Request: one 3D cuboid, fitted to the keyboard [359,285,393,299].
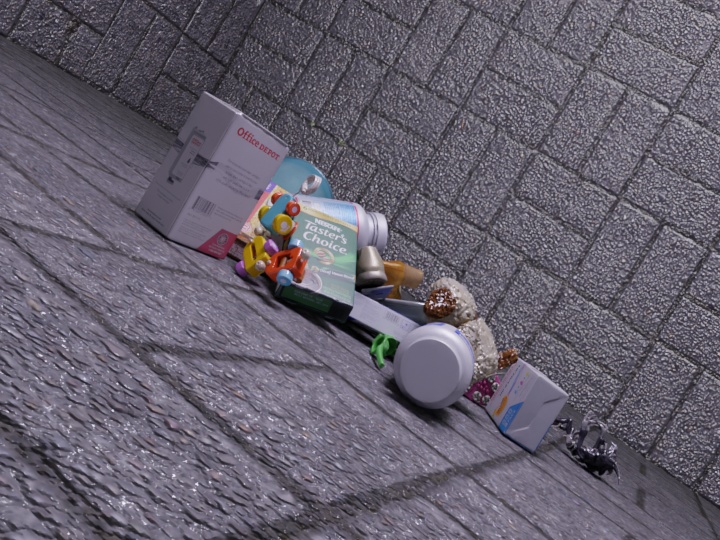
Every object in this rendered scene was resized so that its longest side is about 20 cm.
[{"bbox_3d":[0.025,0.041,1.418,0.200,0.055,0.011,105,-28,-83],"label":"keyboard"}]

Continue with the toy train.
[{"bbox_3d":[-0.107,-0.044,1.201,0.148,0.203,0.056,-17,-47,32],"label":"toy train"}]

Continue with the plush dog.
[{"bbox_3d":[0.161,0.096,1.327,0.200,0.157,0.175,-13,82,-84],"label":"plush dog"}]

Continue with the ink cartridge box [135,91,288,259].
[{"bbox_3d":[-0.213,-0.134,1.176,0.082,0.202,0.146,33,3,28],"label":"ink cartridge box"}]

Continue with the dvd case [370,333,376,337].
[{"bbox_3d":[0.074,0.141,1.526,0.198,0.018,0.142,35,4,18],"label":"dvd case"}]

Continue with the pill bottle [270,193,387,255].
[{"bbox_3d":[-0.055,-0.072,1.444,0.196,0.111,0.109,6,14,-24],"label":"pill bottle"}]

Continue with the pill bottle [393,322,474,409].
[{"bbox_3d":[0.104,0.133,1.128,0.111,0.113,0.200,33,4,9],"label":"pill bottle"}]

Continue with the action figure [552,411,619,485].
[{"bbox_3d":[0.452,0.336,1.614,0.198,0.103,0.119,33,-8,32],"label":"action figure"}]

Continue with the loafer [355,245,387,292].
[{"bbox_3d":[0.000,0.000,1.404,0.074,0.070,0.200,3,-8,-19],"label":"loafer"}]

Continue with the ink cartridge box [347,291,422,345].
[{"bbox_3d":[0.001,0.069,1.362,0.197,0.045,0.094,28,-9,-12],"label":"ink cartridge box"}]

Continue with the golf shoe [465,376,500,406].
[{"bbox_3d":[0.190,0.171,1.513,0.200,0.075,0.092,46,4,-9],"label":"golf shoe"}]

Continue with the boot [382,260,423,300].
[{"bbox_3d":[0.029,0.034,1.700,0.141,0.201,0.072,14,55,-23],"label":"boot"}]

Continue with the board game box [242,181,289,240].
[{"bbox_3d":[-0.129,-0.061,1.502,0.198,0.047,0.153,32,47,-3],"label":"board game box"}]

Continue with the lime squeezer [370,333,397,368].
[{"bbox_3d":[0.042,0.134,1.285,0.072,0.037,0.200,67,14,17],"label":"lime squeezer"}]

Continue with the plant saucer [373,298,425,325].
[{"bbox_3d":[0.100,0.088,1.593,0.195,0.052,0.200,7,-4,0],"label":"plant saucer"}]

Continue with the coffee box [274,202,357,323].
[{"bbox_3d":[-0.067,-0.017,1.284,0.121,0.044,0.202,22,38,-14],"label":"coffee box"}]

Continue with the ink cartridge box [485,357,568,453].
[{"bbox_3d":[0.287,0.230,1.426,0.067,0.116,0.200,32,3,-4],"label":"ink cartridge box"}]

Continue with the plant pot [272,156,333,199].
[{"bbox_3d":[-0.170,-0.123,1.670,0.198,0.202,0.188,32,18,2],"label":"plant pot"}]

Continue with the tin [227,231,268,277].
[{"bbox_3d":[-0.218,-0.051,1.352,0.198,0.042,0.112,33,-1,-25],"label":"tin"}]
